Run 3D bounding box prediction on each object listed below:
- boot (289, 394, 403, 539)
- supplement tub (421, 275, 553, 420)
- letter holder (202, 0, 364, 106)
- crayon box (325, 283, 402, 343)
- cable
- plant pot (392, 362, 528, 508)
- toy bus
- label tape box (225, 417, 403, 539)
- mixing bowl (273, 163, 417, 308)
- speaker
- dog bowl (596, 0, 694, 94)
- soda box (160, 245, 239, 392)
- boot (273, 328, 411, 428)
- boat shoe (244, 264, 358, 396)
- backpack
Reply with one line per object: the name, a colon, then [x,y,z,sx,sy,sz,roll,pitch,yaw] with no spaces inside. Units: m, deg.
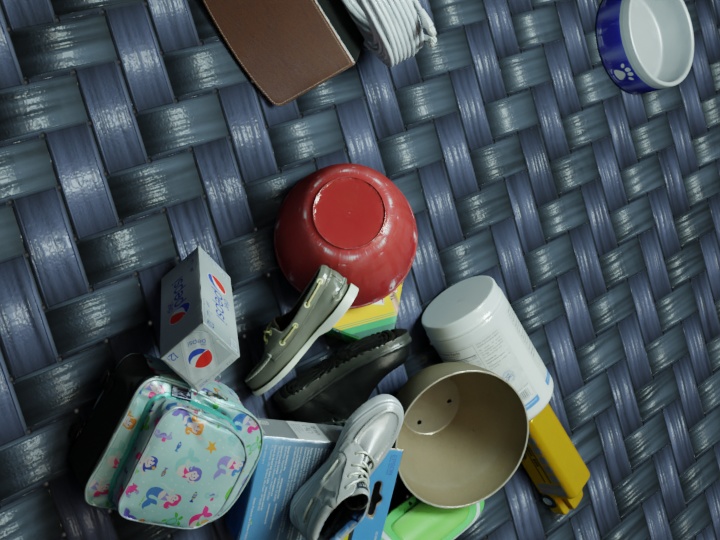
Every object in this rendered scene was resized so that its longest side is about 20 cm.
boot: [-0.002,0.249,1.298,0.073,0.095,0.201,37,88,-27]
supplement tub: [0.192,0.125,1.602,0.132,0.131,0.201,-44,112,-33]
letter holder: [-0.109,-0.344,1.438,0.201,0.141,0.101,55,23,-21]
crayon box: [0.000,0.000,1.504,0.118,0.058,0.203,22,72,-35]
cable: [0.011,-0.374,1.472,0.069,0.200,0.201,-37,105,-4]
plant pot: [0.119,0.213,1.514,0.197,0.134,0.204,-5,107,-18]
toy bus: [0.301,0.297,1.705,0.065,0.078,0.201,-45,113,-32]
label tape box: [-0.060,0.275,1.371,0.197,0.063,0.146,10,101,-25]
mixing bowl: [-0.016,-0.060,1.404,0.197,0.108,0.204,1,76,-4]
speaker: [0.086,0.363,1.519,0.199,0.088,0.090,-28,103,-37]
dog bowl: [0.523,-0.429,1.965,0.198,0.078,0.204,5,82,-38]
soda box: [-0.191,0.053,1.259,0.068,0.201,0.063,-40,116,9]
boot: [0.002,0.186,1.438,0.209,0.079,0.159,-29,102,1]
boat shoe: [-0.087,0.077,1.371,0.060,0.202,0.072,39,19,-10]
backpack: [-0.212,0.209,1.248,0.199,0.150,0.179,25,96,-42]
